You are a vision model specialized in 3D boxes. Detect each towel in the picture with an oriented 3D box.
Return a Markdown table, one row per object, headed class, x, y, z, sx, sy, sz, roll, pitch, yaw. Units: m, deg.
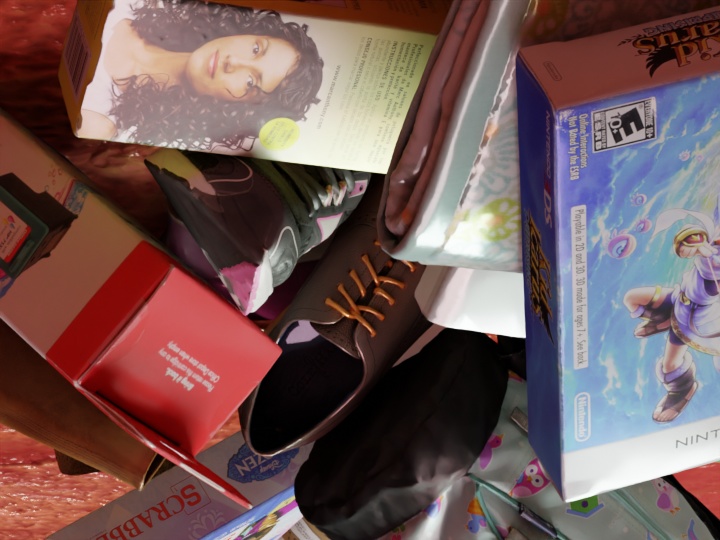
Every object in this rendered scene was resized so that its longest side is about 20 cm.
| class | x | y | z | sx | sy | sz | roll | pitch | yaw |
| --- | --- | --- | --- | --- | --- | --- | --- | --- | --- |
| towel | 0.113 | -0.079 | 1.159 | 0.171 | 0.048 | 0.200 | 8 | 123 | -24 |

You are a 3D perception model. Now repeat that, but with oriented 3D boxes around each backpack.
| class | x | y | z | sx | sy | sz | roll | pitch | yaw |
| --- | --- | --- | --- | --- | --- | --- | --- | --- | --- |
| backpack | 0.077 | 0.130 | 1.393 | 0.200 | 0.127 | 0.167 | 39 | 152 | -12 |

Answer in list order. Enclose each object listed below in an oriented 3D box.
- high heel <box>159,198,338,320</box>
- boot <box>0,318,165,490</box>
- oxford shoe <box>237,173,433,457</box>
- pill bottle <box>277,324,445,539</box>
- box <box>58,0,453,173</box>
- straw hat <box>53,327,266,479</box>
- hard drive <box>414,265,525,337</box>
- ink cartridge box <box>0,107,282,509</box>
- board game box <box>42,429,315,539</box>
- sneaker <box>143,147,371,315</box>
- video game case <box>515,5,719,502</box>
| class | x | y | z | sx | sy | sz | roll | pitch | yaw |
| --- | --- | --- | --- | --- | --- | --- | --- | --- | --- |
| high heel | 0.000 | 0.000 | 1.441 | 0.200 | 0.067 | 0.096 | 12 | 149 | 3 |
| boot | -0.184 | 0.060 | 1.348 | 0.200 | 0.188 | 0.069 | 24 | 120 | 13 |
| oxford shoe | 0.012 | 0.007 | 1.347 | 0.071 | 0.073 | 0.200 | 33 | 111 | -3 |
| pill bottle | 0.016 | 0.097 | 1.628 | 0.114 | 0.115 | 0.200 | 1 | 158 | -10 |
| box | -0.017 | -0.084 | 1.211 | 0.200 | 0.050 | 0.075 | 5 | 125 | -20 |
| straw hat | -0.118 | 0.066 | 1.498 | 0.201 | 0.085 | 0.201 | 13 | 171 | 2 |
| hard drive | 0.119 | -0.055 | 1.228 | 0.132 | 0.026 | 0.200 | 9 | 122 | -26 |
| ink cartridge box | -0.114 | 0.009 | 1.286 | 0.067 | 0.200 | 0.116 | -50 | 151 | 0 |
| board game box | -0.097 | 0.137 | 1.514 | 0.200 | 0.041 | 0.200 | -28 | 171 | -29 |
| sneaker | -0.038 | -0.040 | 1.290 | 0.086 | 0.080 | 0.200 | -34 | -173 | 0 |
| video game case | 0.155 | -0.015 | 1.168 | 0.181 | 0.045 | 0.200 | -15 | 130 | -12 |
